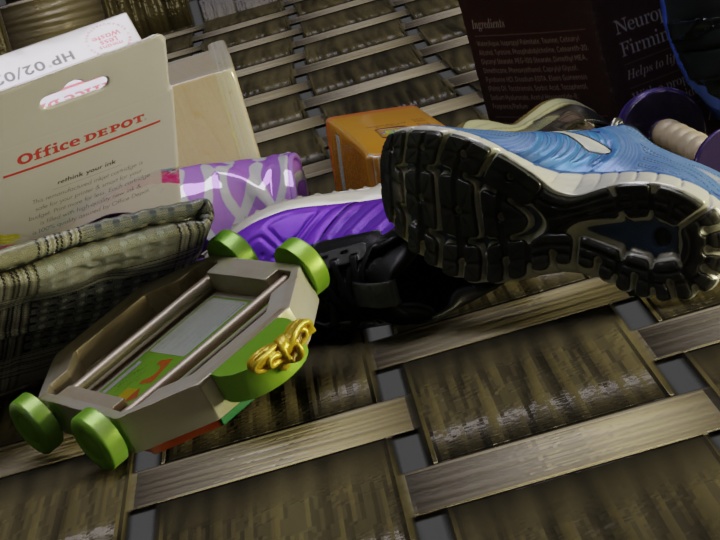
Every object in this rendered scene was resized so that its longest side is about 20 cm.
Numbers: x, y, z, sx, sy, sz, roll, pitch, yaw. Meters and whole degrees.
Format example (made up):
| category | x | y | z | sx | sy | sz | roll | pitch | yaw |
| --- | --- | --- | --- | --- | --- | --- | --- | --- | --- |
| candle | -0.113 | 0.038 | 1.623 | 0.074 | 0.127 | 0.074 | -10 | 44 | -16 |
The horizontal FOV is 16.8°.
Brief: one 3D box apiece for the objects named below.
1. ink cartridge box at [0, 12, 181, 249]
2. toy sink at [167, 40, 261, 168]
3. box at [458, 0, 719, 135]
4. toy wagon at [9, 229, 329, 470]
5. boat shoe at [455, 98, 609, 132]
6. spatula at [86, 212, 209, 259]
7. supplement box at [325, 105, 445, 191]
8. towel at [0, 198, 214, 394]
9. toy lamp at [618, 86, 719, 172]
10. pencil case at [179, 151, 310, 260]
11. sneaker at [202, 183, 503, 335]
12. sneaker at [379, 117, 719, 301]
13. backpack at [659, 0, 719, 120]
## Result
| category | x | y | z | sx | sy | sz | roll | pitch | yaw |
| --- | --- | --- | --- | --- | --- | --- | --- | --- | --- |
| ink cartridge box | -0.166 | -0.067 | 1.364 | 0.114 | 0.201 | 0.068 | -21 | 55 | -17 |
| toy sink | -0.123 | -0.071 | 1.638 | 0.111 | 0.131 | 0.200 | -16 | 13 | -1 |
| box | 0.173 | -0.186 | 1.605 | 0.165 | 0.202 | 0.164 | -22 | 14 | -25 |
| toy wagon | -0.083 | 0.042 | 1.220 | 0.155 | 0.040 | 0.199 | -41 | 25 | -25 |
| boat shoe | 0.112 | -0.057 | 1.439 | 0.066 | 0.072 | 0.200 | 24 | 17 | 25 |
| spatula | -0.065 | -0.014 | 1.399 | 0.199 | 0.021 | 0.056 | 3 | -16 | -36 |
| supplement box | 0.025 | -0.059 | 1.534 | 0.066 | 0.069 | 0.200 | -9 | 9 | -6 |
| towel | -0.184 | 0.028 | 1.332 | 0.199 | 0.035 | 0.193 | -16 | -15 | -21 |
| toy lamp | 0.190 | -0.073 | 1.416 | 0.058 | 0.059 | 0.200 | -17 | 11 | -5 |
| pencil case | -0.122 | -0.017 | 1.499 | 0.198 | 0.085 | 0.086 | -14 | 16 | 6 |
| sneaker | 0.000 | -0.001 | 1.307 | 0.199 | 0.070 | 0.100 | -18 | 20 | 5 |
| sneaker | 0.104 | -0.036 | 1.247 | 0.199 | 0.079 | 0.089 | 14 | 23 | 21 |
| backpack | 0.285 | -0.159 | 1.461 | 0.198 | 0.164 | 0.168 | -13 | -17 | 14 |
